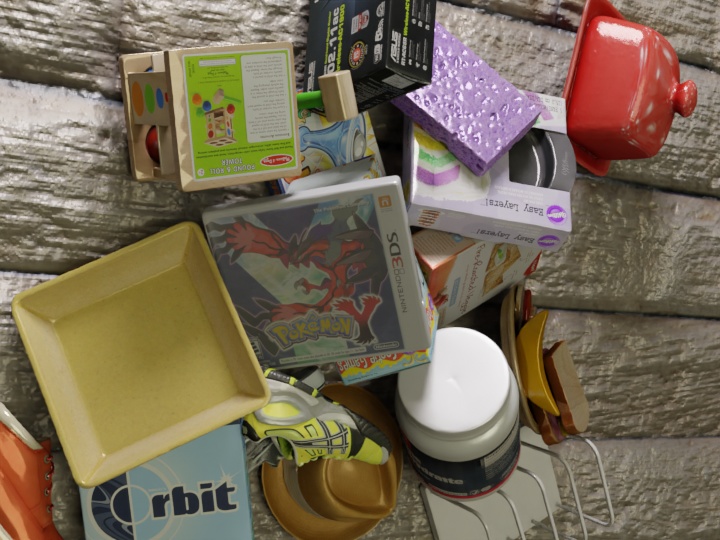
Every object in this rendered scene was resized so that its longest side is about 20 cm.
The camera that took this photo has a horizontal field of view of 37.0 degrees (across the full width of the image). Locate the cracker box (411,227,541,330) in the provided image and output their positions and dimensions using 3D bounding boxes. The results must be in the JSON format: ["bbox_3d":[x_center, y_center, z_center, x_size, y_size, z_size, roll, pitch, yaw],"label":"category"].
[{"bbox_3d":[0.134,-0.017,1.268,0.199,0.058,0.135,-30,149,-26],"label":"cracker box"}]

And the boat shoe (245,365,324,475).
[{"bbox_3d":[-0.112,0.184,1.168,0.199,0.072,0.071,-37,99,-12],"label":"boat shoe"}]

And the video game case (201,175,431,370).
[{"bbox_3d":[-0.041,0.009,1.068,0.197,0.023,0.185,-8,114,10],"label":"video game case"}]

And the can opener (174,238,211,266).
[{"bbox_3d":[-0.111,0.007,1.152,0.199,0.053,0.067,39,93,-30],"label":"can opener"}]

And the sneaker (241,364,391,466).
[{"bbox_3d":[-0.049,0.167,1.122,0.199,0.075,0.077,33,80,-36],"label":"sneaker"}]

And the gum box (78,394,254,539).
[{"bbox_3d":[-0.197,0.226,1.095,0.167,0.045,0.203,-5,101,-3],"label":"gum box"}]

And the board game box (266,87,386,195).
[{"bbox_3d":[-0.037,-0.103,1.199,0.134,0.034,0.203,-28,111,-27],"label":"board game box"}]

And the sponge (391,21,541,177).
[{"bbox_3d":[0.094,-0.204,1.201,0.200,0.030,0.112,41,61,10],"label":"sponge"}]

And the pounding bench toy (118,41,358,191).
[{"bbox_3d":[-0.120,-0.158,1.066,0.198,0.155,0.126,-11,103,-29],"label":"pounding bench toy"}]

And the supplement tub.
[{"bbox_3d":[0.112,0.166,1.226,0.141,0.140,0.201,-47,152,-18],"label":"supplement tub"}]

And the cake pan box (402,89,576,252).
[{"bbox_3d":[0.144,-0.124,1.218,0.197,0.052,0.187,10,63,-10],"label":"cake pan box"}]

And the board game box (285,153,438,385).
[{"bbox_3d":[0.000,0.000,1.132,0.102,0.105,0.202,-16,114,17],"label":"board game box"}]

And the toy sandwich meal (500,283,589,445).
[{"bbox_3d":[0.227,0.113,1.323,0.205,0.069,0.209,-10,90,-71],"label":"toy sandwich meal"}]

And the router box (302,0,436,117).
[{"bbox_3d":[0.010,-0.272,1.111,0.061,0.149,0.203,13,74,-34],"label":"router box"}]

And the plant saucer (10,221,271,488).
[{"bbox_3d":[-0.210,0.081,1.045,0.198,0.049,0.202,-24,76,-8],"label":"plant saucer"}]

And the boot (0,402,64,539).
[{"bbox_3d":[-0.320,0.222,1.044,0.107,0.075,0.201,-47,117,-24],"label":"boot"}]

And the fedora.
[{"bbox_3d":[-0.015,0.230,1.230,0.198,0.081,0.204,-6,100,-32],"label":"fedora"}]

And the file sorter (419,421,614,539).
[{"bbox_3d":[0.201,0.300,1.355,0.198,0.124,0.141,-26,109,-27],"label":"file sorter"}]

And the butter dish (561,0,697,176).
[{"bbox_3d":[0.345,-0.220,1.338,0.199,0.146,0.203,16,89,-58],"label":"butter dish"}]
